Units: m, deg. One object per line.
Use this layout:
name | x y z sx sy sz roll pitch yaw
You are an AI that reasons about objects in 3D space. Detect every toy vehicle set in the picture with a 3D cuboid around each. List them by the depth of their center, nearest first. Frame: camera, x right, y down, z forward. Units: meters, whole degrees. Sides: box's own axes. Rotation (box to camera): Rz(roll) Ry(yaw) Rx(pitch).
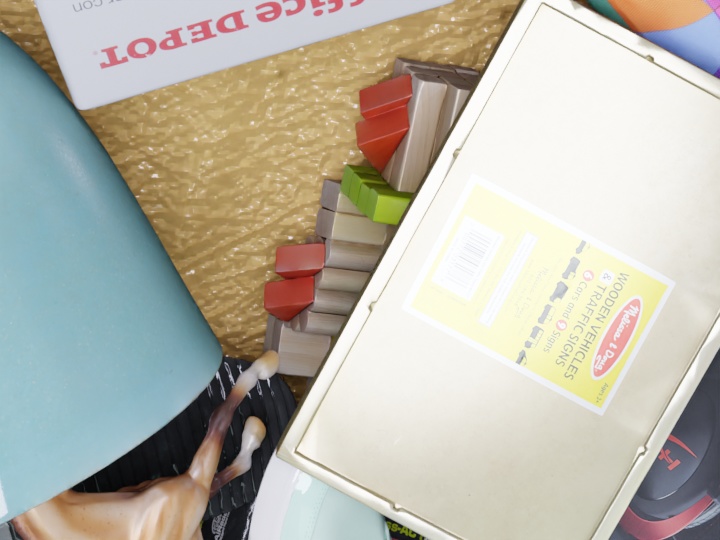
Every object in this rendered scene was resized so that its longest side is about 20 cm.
toy vehicle set | 0.069 0.010 0.855 0.124 0.027 0.201 29 98 -3

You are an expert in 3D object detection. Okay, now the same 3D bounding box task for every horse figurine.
horse figurine | -0.067 0.127 0.922 0.050 0.132 0.201 10 125 35

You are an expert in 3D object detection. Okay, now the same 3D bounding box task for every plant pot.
plant pot | -0.172 -0.001 0.827 0.200 0.201 0.162 -22 103 6

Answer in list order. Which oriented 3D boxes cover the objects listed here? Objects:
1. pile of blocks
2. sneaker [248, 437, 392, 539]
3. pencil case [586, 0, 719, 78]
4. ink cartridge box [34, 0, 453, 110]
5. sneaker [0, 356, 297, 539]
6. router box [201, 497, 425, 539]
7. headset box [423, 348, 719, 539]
pile of blocks | 0.000 0.000 0.943 0.062 0.082 0.200 7 129 -19
sneaker | 0.025 0.151 0.915 0.118 0.074 0.201 9 119 33
pencil case | 0.117 -0.124 0.864 0.088 0.089 0.200 -33 132 16
ink cartridge box | -0.058 -0.168 0.779 0.144 0.085 0.200 -16 134 1
sneaker | -0.126 0.075 0.978 0.199 0.088 0.074 -11 98 -17
router box | 0.000 0.180 1.066 0.199 0.062 0.150 21 86 -29
headset box | 0.122 0.080 0.945 0.200 0.075 0.149 -30 109 -8
